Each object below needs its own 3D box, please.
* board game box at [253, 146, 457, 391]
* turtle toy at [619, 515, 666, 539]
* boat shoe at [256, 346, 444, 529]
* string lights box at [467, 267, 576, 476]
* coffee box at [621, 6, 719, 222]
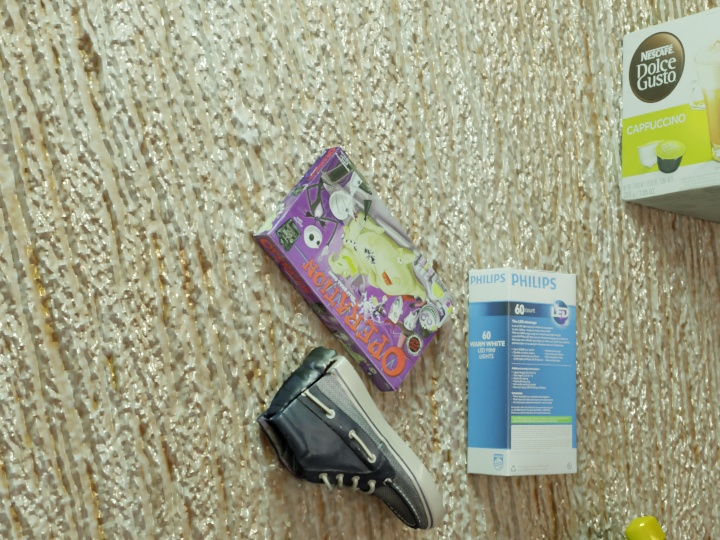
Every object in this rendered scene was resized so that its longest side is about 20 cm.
[{"bbox_3d":[0.000,0.000,1.230,0.200,0.032,0.120,51,62,-24],"label":"board game box"},{"bbox_3d":[0.292,0.337,1.390,0.200,0.101,0.146,-17,73,-41],"label":"turtle toy"},{"bbox_3d":[-0.011,0.172,1.184,0.093,0.075,0.200,-42,104,-27],"label":"boat shoe"},{"bbox_3d":[0.162,0.101,1.332,0.103,0.059,0.201,6,83,-39],"label":"string lights box"},{"bbox_3d":[0.427,-0.170,1.483,0.200,0.199,0.199,9,80,-38],"label":"coffee box"}]
